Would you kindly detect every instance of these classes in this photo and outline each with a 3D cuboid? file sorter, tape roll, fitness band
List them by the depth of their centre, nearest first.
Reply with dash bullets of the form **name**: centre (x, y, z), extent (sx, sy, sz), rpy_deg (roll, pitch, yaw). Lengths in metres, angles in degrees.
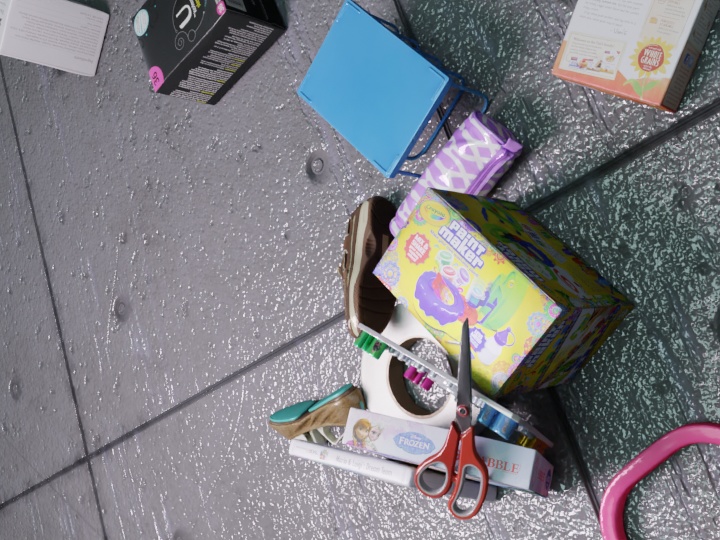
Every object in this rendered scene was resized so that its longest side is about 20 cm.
- **fitness band**: centre (0.341, 0.249, 0.820), extent (0.200, 0.037, 0.144), rpy_deg (-50, 60, 26)
- **file sorter**: centre (0.045, -0.227, 1.016), extent (0.200, 0.122, 0.139), rpy_deg (47, 117, 30)
- **tape roll**: centre (0.086, 0.138, 1.031), extent (0.202, 0.037, 0.204), rpy_deg (-1, 88, 39)

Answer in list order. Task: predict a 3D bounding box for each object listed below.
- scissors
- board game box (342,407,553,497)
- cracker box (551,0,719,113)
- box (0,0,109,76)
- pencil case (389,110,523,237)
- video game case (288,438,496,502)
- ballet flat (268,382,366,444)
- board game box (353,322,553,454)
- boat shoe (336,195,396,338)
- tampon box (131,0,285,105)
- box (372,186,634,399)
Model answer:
- **scissors**: centre (0.104, 0.146, 0.753), extent (0.073, 0.014, 0.201), rpy_deg (21, 109, 20)
- **board game box**: centre (0.105, 0.206, 0.878), extent (0.199, 0.200, 0.041), rpy_deg (9, 75, 22)
- **cracker box**: centre (0.308, -0.286, 0.844), extent (0.134, 0.058, 0.201), rpy_deg (29, 108, 35)
- **box**: centre (-0.635, -0.481, 1.528), extent (0.199, 0.200, 0.131), rpy_deg (29, 107, 35)
- **pencil case**: centre (0.115, -0.100, 0.979), extent (0.200, 0.084, 0.086), rpy_deg (-56, 24, 25)
- **video game case**: centre (0.042, 0.245, 0.963), extent (0.181, 0.200, 0.024), rpy_deg (4, 75, 39)
- **ballet flat**: centre (-0.058, 0.218, 1.131), extent (0.200, 0.068, 0.073), rpy_deg (-28, 93, 42)
- **board game box**: centre (0.104, 0.137, 0.869), extent (0.199, 0.200, 0.026), rpy_deg (29, 84, 29)
- **boat shoe**: centre (0.005, 0.002, 1.063), extent (0.075, 0.075, 0.203), rpy_deg (-19, 52, 45)
- **tampon box**: centre (-0.245, -0.390, 1.254), extent (0.200, 0.126, 0.150), rpy_deg (-35, 67, 34)
- **box**: centre (0.159, 0.020, 0.873), extent (0.200, 0.192, 0.122), rpy_deg (47, 116, 30)
